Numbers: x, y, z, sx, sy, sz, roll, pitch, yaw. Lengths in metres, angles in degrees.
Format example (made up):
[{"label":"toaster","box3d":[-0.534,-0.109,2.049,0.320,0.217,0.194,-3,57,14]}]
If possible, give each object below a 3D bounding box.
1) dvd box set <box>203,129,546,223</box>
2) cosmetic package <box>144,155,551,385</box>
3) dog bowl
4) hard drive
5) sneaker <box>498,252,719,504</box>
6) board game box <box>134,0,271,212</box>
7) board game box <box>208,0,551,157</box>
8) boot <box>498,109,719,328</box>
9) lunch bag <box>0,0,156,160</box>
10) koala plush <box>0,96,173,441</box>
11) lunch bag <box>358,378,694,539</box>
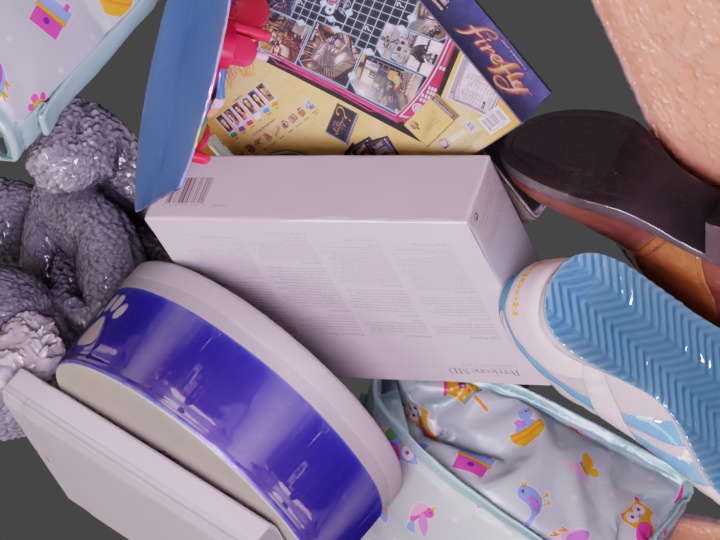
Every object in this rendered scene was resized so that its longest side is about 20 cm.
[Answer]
[{"label":"dvd box set","box3d":[0.003,-0.062,1.653,0.147,0.029,0.200,51,140,-9]},{"label":"cosmetic package","box3d":[0.000,0.000,1.596,0.199,0.052,0.151,2,142,26]},{"label":"dog bowl","box3d":[-0.076,0.090,1.637,0.200,0.079,0.200,36,162,14]},{"label":"hard drive","box3d":[-0.112,0.140,1.657,0.199,0.026,0.132,30,159,32]},{"label":"sneaker","box3d":[0.160,0.059,1.528,0.200,0.077,0.081,41,164,-19]},{"label":"board game box","box3d":[-0.077,-0.110,1.539,0.039,0.159,0.200,12,172,-14]},{"label":"board game box","box3d":[-0.003,-0.101,1.572,0.136,0.035,0.200,49,140,-7]},{"label":"boot","box3d":[0.167,0.013,1.576,0.187,0.069,0.201,14,141,21]},{"label":"lunch bag","box3d":[-0.223,-0.172,1.625,0.200,0.171,0.122,37,151,5]},{"label":"koala plush","box3d":[-0.197,0.034,1.777,0.184,0.200,0.177,45,141,-3]},{"label":"lunch bag","box3d":[0.077,0.153,1.717,0.199,0.122,0.171,28,140,9]}]
